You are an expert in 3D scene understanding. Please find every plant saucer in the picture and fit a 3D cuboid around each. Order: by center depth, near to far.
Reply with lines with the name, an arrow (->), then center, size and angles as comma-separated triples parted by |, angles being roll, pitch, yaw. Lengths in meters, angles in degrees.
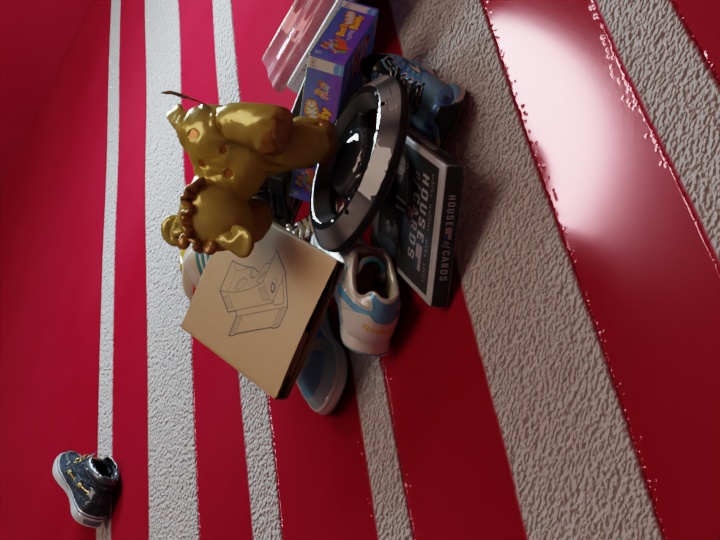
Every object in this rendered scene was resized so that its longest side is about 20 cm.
plant saucer -> -0.077, -0.342, 1.898 | 0.202, 0.050, 0.201 | -58, 8, 13

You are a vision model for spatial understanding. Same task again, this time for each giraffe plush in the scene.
giraffe plush -> -0.137, -0.094, 1.504 | 0.172, 0.198, 0.164 | 3, 84, 65

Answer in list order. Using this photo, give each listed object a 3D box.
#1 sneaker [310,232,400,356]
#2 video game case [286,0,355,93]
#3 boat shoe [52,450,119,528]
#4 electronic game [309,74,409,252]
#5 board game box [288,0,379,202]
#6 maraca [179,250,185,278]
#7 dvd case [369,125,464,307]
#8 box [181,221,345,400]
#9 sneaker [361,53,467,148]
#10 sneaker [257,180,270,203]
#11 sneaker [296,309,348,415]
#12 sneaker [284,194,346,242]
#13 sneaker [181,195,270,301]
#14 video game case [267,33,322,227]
sneaker -> 0.000, 0.000, 1.521 | 0.201, 0.076, 0.081 | -115, 36, -45
video game case -> -0.022, -0.340, 1.799 | 0.183, 0.022, 0.200 | -55, 5, 30
boat shoe -> -0.434, 0.323, 2.215 | 0.092, 0.070, 0.200 | -64, 32, 11
electronic game -> -0.002, -0.116, 1.495 | 0.200, 0.041, 0.202 | -51, 29, 42
board game box -> -0.032, -0.198, 1.636 | 0.135, 0.044, 0.202 | -63, -13, -49
maraca -> -0.194, -0.032, 1.893 | 0.137, 0.106, 0.203 | 7, 101, 59
dvd case -> 0.056, -0.067, 1.468 | 0.200, 0.024, 0.152 | -131, 43, -63
box -> -0.113, 0.029, 1.546 | 0.199, 0.021, 0.165 | 30, 99, 45
sneaker -> 0.050, -0.196, 1.551 | 0.079, 0.089, 0.200 | -63, 25, 10
sneaker -> -0.130, -0.144, 1.882 | 0.200, 0.075, 0.088 | 128, 161, -59
sneaker -> -0.093, 0.085, 1.596 | 0.080, 0.129, 0.201 | -59, 27, 20
sneaker -> -0.075, -0.029, 1.689 | 0.201, 0.089, 0.075 | -55, 28, 30
sneaker -> -0.170, -0.003, 1.684 | 0.200, 0.070, 0.094 | -51, 28, 42
video game case -> -0.069, -0.167, 1.729 | 0.181, 0.025, 0.202 | 93, -164, -71
